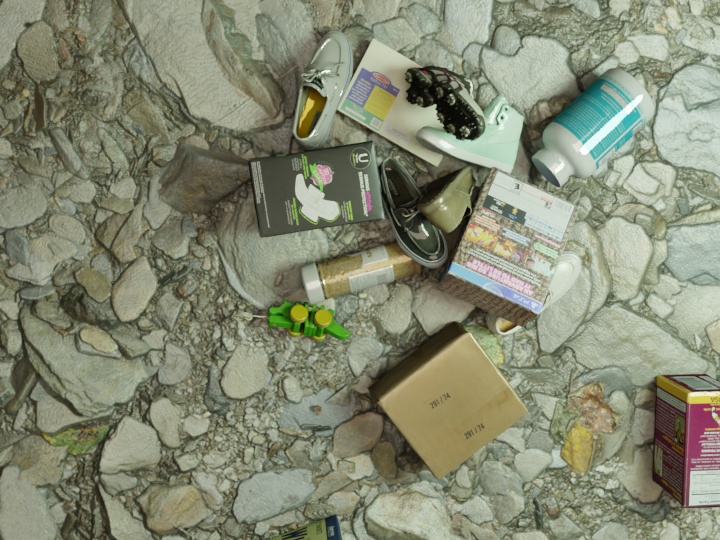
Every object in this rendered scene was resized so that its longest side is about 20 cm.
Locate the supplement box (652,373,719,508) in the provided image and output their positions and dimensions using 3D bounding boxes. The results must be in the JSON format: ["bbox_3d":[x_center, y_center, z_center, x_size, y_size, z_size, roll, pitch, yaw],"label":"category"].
[{"bbox_3d":[0.586,0.294,1.468,0.102,0.131,0.203,0,97,-5],"label":"supplement box"}]

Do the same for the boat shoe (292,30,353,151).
[{"bbox_3d":[-0.069,-0.298,1.354,0.074,0.086,0.204,19,88,12],"label":"boat shoe"}]

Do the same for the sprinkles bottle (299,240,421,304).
[{"bbox_3d":[0.000,0.000,1.415,0.198,0.068,0.069,-15,98,-4],"label":"sprinkles bottle"}]

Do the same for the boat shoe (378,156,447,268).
[{"bbox_3d":[0.077,-0.095,1.372,0.072,0.071,0.201,-29,74,-11],"label":"boat shoe"}]

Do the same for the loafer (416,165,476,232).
[{"bbox_3d":[0.144,-0.113,1.360,0.076,0.200,0.068,-22,102,31],"label":"loafer"}]

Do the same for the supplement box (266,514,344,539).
[{"bbox_3d":[-0.100,0.564,1.434,0.198,0.134,0.202,-18,98,-3],"label":"supplement box"}]

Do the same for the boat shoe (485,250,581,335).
[{"bbox_3d":[0.303,0.041,1.445,0.199,0.070,0.071,-37,98,0],"label":"boat shoe"}]

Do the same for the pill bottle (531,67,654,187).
[{"bbox_3d":[0.381,-0.232,1.401,0.200,0.111,0.111,-43,98,0],"label":"pill bottle"}]

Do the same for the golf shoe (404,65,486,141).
[{"bbox_3d":[0.149,-0.274,1.317,0.087,0.200,0.078,-20,134,-19],"label":"golf shoe"}]

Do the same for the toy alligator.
[{"bbox_3d":[-0.113,0.075,1.423,0.198,0.060,0.055,11,54,-5],"label":"toy alligator"}]

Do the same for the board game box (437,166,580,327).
[{"bbox_3d":[0.241,-0.038,1.375,0.158,0.097,0.202,25,74,2],"label":"board game box"}]

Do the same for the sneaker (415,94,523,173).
[{"bbox_3d":[0.182,-0.239,1.380,0.199,0.074,0.120,10,101,-33],"label":"sneaker"}]

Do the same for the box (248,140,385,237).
[{"bbox_3d":[-0.071,-0.130,1.353,0.198,0.149,0.126,-8,95,-3],"label":"box"}]

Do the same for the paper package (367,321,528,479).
[{"bbox_3d":[0.149,0.221,1.435,0.199,0.103,0.191,-38,100,-1],"label":"paper package"}]

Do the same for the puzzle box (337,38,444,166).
[{"bbox_3d":[0.074,-0.280,1.411,0.199,0.025,0.134,29,93,-7],"label":"puzzle box"}]
